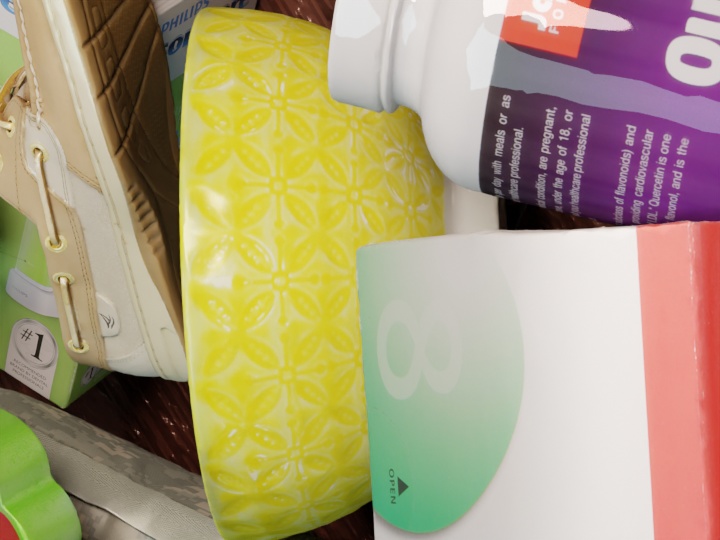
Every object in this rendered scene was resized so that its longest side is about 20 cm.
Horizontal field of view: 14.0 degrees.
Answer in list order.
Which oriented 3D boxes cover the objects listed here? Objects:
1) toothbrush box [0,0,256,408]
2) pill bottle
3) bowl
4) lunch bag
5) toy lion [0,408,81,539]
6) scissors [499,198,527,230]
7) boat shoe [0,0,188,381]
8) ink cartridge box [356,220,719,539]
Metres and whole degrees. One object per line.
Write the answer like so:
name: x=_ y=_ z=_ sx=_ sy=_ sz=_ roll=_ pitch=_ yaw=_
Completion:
toothbrush box: x=-0.135 y=-0.070 z=1.181 sx=0.145 sy=0.086 sz=0.200 roll=30 pitch=130 yaw=18
pill bottle: x=0.095 y=-0.068 z=0.923 sx=0.199 sy=0.113 sz=0.113 roll=14 pitch=125 yaw=8
bowl: x=0.000 y=0.000 z=1.079 sx=0.107 sy=0.200 sz=0.201 roll=-2 pitch=118 yaw=5
lunch bag: x=-0.091 y=0.137 z=1.205 sx=0.164 sy=0.118 sz=0.200 roll=26 pitch=157 yaw=21
toy lion: x=-0.187 y=0.112 z=1.148 sx=0.192 sy=0.069 sz=0.200 roll=37 pitch=131 yaw=22
scissors: x=0.056 y=-0.045 z=1.109 sx=0.073 sy=0.014 sz=0.200 roll=40 pitch=134 yaw=9
boat shoe: x=-0.105 y=-0.042 z=1.070 sx=0.069 sy=0.074 sz=0.200 roll=-4 pitch=120 yaw=18
ink cartridge box: x=0.072 y=0.066 z=0.899 sx=0.200 sy=0.050 sz=0.161 roll=-6 pitch=87 yaw=60
